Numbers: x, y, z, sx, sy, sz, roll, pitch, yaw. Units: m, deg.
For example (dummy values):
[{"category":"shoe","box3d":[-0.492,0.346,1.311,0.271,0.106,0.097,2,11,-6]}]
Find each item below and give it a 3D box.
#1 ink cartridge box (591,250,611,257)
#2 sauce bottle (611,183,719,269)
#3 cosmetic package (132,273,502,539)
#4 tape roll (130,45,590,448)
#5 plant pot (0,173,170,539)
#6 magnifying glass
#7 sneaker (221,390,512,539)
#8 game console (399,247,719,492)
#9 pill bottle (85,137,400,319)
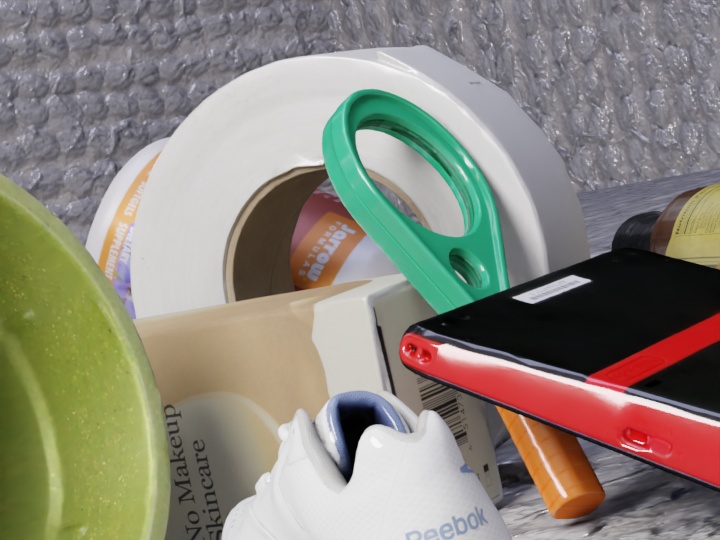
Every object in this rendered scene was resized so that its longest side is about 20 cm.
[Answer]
[{"category":"ink cartridge box","box3d":[0.137,0.025,1.234,0.199,0.068,0.116,-13,3,-11]},{"category":"sauce bottle","box3d":[0.177,-0.010,1.053,0.064,0.065,0.200,-13,3,-16]},{"category":"cosmetic package","box3d":[-0.049,0.066,0.952,0.199,0.106,0.071,-12,3,35]},{"category":"tape roll","box3d":[0.000,0.000,1.016,0.202,0.203,0.071,-11,3,23]},{"category":"plant pot","box3d":[-0.205,0.080,0.827,0.190,0.201,0.200,-26,-6,38]},{"category":"magnifying glass","box3d":[0.043,0.010,0.896,0.079,0.200,0.022,5,-42,-46]},{"category":"sneaker","box3d":[0.002,0.078,0.703,0.074,0.087,0.200,-16,3,-22]},{"category":"game console","box3d":[0.133,0.037,0.845,0.176,0.031,0.200,15,16,28]},{"category":"pill bottle","box3d":[-0.031,0.015,1.131,0.199,0.113,0.112,21,17,21]}]
